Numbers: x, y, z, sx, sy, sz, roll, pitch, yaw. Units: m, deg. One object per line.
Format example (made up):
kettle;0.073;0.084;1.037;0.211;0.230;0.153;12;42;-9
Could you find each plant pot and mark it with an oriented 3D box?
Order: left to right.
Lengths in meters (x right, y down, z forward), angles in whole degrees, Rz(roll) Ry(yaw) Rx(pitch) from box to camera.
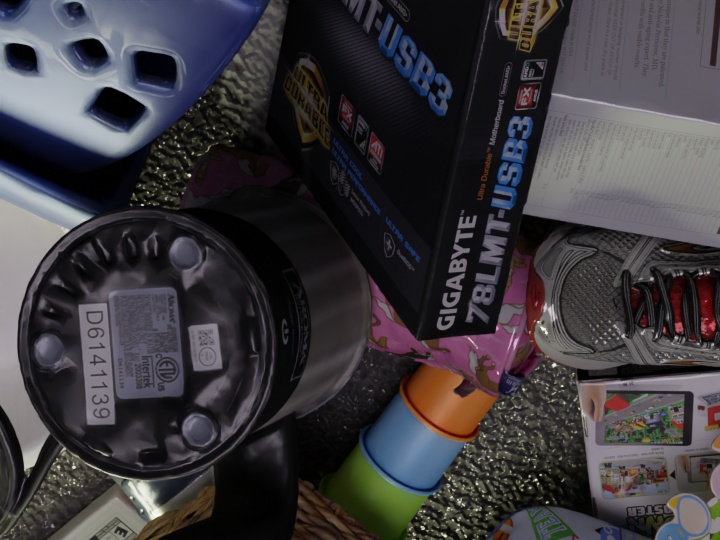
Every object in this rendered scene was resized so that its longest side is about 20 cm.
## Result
plant pot;-0.148;-0.149;1.164;0.199;0.200;0.180;25;126;-9

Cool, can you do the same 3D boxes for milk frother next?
milk frother;-0.117;0.045;1.169;0.199;0.188;0.182;14;96;12

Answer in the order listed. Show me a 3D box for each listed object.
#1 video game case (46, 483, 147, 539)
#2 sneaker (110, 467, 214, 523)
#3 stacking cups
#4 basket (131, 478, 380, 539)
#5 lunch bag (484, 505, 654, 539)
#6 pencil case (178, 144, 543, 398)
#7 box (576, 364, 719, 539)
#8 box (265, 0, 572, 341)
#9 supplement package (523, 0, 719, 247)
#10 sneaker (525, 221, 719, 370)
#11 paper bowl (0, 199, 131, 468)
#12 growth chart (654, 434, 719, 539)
video game case;-0.117;0.227;1.476;0.143;0.018;0.200;-39;109;23
sneaker;-0.097;0.127;1.389;0.084;0.075;0.201;1;113;9
stacking cups;0.032;0.091;1.358;0.060;0.061;0.200;30;118;-12
basket;-0.042;0.220;1.294;0.142;0.149;0.200;-32;103;28
lunch bag;0.115;0.218;1.395;0.160;0.076;0.200;22;133;-18
pencil case;0.000;0.000;1.277;0.199;0.083;0.087;19;82;10
box;0.220;0.089;1.355;0.199;0.035;0.111;-5;120;8
box;0.024;-0.104;1.170;0.049;0.200;0.199;-5;125;-24
supplement package;0.171;-0.084;1.196;0.199;0.110;0.114;10;152;-1
sneaker;0.168;0.011;1.244;0.199;0.082;0.078;-1;92;-30
paper bowl;-0.209;-0.001;1.302;0.199;0.105;0.202;2;120;4
growth chart;0.199;0.177;1.326;0.145;0.018;0.200;40;82;-24
